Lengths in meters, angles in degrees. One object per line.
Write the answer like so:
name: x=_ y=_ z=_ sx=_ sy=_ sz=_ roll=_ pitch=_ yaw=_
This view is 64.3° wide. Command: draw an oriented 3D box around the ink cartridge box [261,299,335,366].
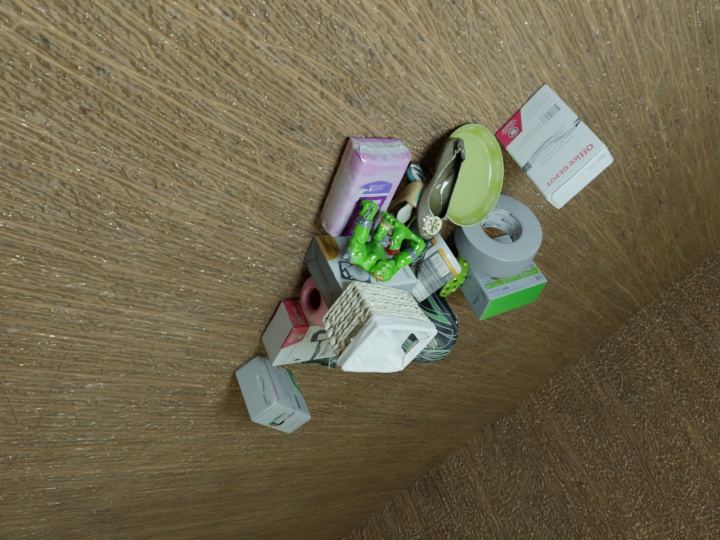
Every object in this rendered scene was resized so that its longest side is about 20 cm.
ink cartridge box: x=-0.121 y=0.145 z=1.395 sx=0.195 sy=0.086 sz=0.146 roll=-3 pitch=139 yaw=-40

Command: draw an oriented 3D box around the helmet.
helmet: x=0.166 y=0.152 z=1.549 sx=0.195 sy=0.194 sz=0.203 roll=-21 pitch=147 yaw=-14

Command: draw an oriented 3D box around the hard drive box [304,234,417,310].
hard drive box: x=0.000 y=0.000 z=1.232 sx=0.195 sy=0.158 sz=0.078 roll=-7 pitch=142 yaw=-35

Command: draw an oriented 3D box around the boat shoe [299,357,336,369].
boat shoe: x=-0.080 y=0.230 z=1.562 sx=0.194 sy=0.072 sz=0.073 roll=-10 pitch=144 yaw=-30

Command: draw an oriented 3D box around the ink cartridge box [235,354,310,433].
ink cartridge box: x=-0.227 y=0.326 z=1.497 sx=0.083 sy=0.147 sz=0.200 roll=-33 pitch=149 yaw=6

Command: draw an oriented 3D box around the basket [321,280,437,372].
basket: x=0.035 y=0.113 z=1.149 sx=0.197 sy=0.125 sz=0.136 roll=11 pitch=129 yaw=-48

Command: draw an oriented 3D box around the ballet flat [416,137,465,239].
ballet flat: x=0.160 y=-0.158 z=1.103 sx=0.066 sy=0.046 sz=0.206 roll=22 pitch=87 yaw=-36

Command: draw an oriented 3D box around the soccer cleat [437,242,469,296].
soccer cleat: x=0.245 y=-0.017 z=1.487 sx=0.066 sy=0.082 sz=0.203 roll=-7 pitch=139 yaw=-28

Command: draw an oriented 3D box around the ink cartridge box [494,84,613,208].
ink cartridge box: x=0.395 y=-0.253 z=1.177 sx=0.145 sy=0.203 sz=0.082 roll=-42 pitch=147 yaw=21

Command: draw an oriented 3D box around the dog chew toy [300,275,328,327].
dog chew toy: x=-0.048 y=0.064 z=1.323 sx=0.125 sy=0.126 sz=0.197 roll=-47 pitch=154 yaw=26

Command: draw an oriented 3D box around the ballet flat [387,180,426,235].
ballet flat: x=0.078 y=-0.113 z=1.189 sx=0.064 sy=0.067 sz=0.201 roll=-61 pitch=-177 yaw=-30

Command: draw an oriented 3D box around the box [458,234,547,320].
box: x=0.367 y=0.011 z=1.543 sx=0.194 sy=0.179 sz=0.098 roll=-15 pitch=146 yaw=-23

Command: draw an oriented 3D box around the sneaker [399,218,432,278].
sneaker: x=0.127 y=-0.044 z=1.270 sx=0.072 sy=0.110 sz=0.201 roll=7 pitch=157 yaw=-11

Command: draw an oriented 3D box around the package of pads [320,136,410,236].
package of pads: x=0.005 y=-0.158 z=1.095 sx=0.117 sy=0.077 sz=0.203 roll=-5 pitch=140 yaw=-31

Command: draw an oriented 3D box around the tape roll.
tape roll: x=0.323 y=-0.085 z=1.350 sx=0.195 sy=0.203 sz=0.067 roll=-18 pitch=148 yaw=-19

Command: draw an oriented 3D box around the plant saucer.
plant saucer: x=0.219 y=-0.196 z=1.185 sx=0.195 sy=0.031 sz=0.208 roll=-9 pitch=106 yaw=-34

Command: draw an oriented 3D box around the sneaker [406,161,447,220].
sneaker: x=0.132 y=-0.151 z=1.221 sx=0.077 sy=0.080 sz=0.201 roll=-21 pitch=147 yaw=12

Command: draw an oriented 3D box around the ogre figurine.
ogre figurine: x=0.043 y=-0.046 z=1.120 sx=0.121 sy=0.098 sz=0.199 roll=-53 pitch=155 yaw=9

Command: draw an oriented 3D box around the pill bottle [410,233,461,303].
pill bottle: x=0.140 y=0.010 z=1.405 sx=0.197 sy=0.118 sz=0.116 roll=-36 pitch=149 yaw=9
